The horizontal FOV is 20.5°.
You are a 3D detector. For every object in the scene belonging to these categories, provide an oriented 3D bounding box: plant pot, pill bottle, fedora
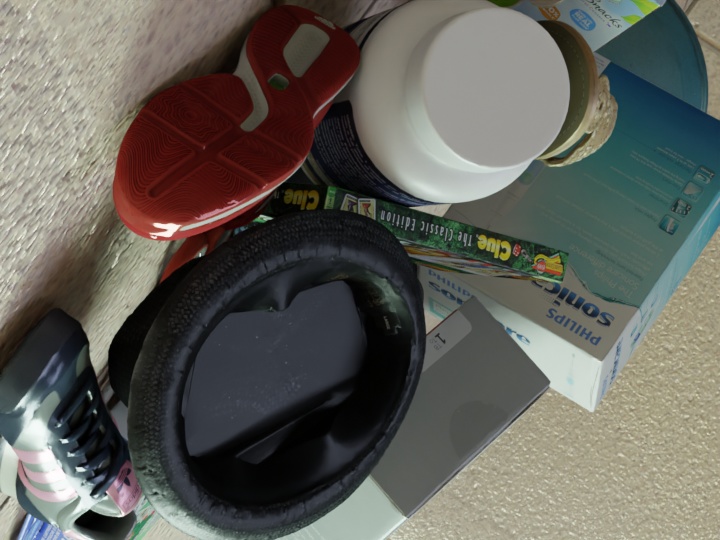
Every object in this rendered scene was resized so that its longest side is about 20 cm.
[{"bbox_3d":[0.137,-0.129,1.537,0.188,0.200,0.201,-22,148,-51],"label":"plant pot"},{"bbox_3d":[0.037,-0.091,1.085,0.111,0.111,0.200,-54,-165,-11],"label":"pill bottle"},{"bbox_3d":[-0.061,0.047,1.052,0.200,0.091,0.202,-18,118,-39],"label":"fedora"}]

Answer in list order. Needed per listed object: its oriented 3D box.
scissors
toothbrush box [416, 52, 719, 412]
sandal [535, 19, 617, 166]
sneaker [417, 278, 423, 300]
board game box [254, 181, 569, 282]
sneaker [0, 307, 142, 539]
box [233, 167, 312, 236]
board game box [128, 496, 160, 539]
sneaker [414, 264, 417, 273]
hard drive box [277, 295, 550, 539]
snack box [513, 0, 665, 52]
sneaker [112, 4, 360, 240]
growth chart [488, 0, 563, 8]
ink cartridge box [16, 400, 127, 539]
[{"bbox_3d":[-0.133,0.048,1.210,0.201,0.014,0.073,-58,175,22],"label":"scissors"},{"bbox_3d":[0.150,-0.031,1.340,0.200,0.146,0.085,-53,162,-22],"label":"toothbrush box"},{"bbox_3d":[0.113,-0.095,1.152,0.212,0.069,0.078,167,-75,-68],"label":"sandal"},{"bbox_3d":[-0.030,0.051,1.192,0.199,0.093,0.071,-21,-133,32],"label":"sneaker"},{"bbox_3d":[0.018,-0.023,1.151,0.199,0.104,0.024,14,87,-42],"label":"board game box"},{"bbox_3d":[-0.146,0.087,1.043,0.070,0.082,0.200,-53,171,-23],"label":"sneaker"},{"bbox_3d":[-0.017,-0.067,1.345,0.200,0.038,0.137,-52,171,-26],"label":"box"},{"bbox_3d":[-0.140,0.135,1.471,0.200,0.029,0.135,-50,171,-37],"label":"board game box"},{"bbox_3d":[0.000,0.000,1.307,0.200,0.074,0.088,-38,168,-52],"label":"sneaker"},{"bbox_3d":[0.007,0.126,1.250,0.156,0.077,0.200,-37,173,-41],"label":"hard drive box"},{"bbox_3d":[0.162,-0.209,1.289,0.169,0.068,0.200,-53,-170,-27],"label":"snack box"},{"bbox_3d":[-0.069,-0.044,1.001,0.200,0.078,0.116,-45,165,-49],"label":"sneaker"},{"bbox_3d":[0.103,-0.220,1.155,0.018,0.144,0.200,44,74,-39],"label":"growth chart"},{"bbox_3d":[-0.146,0.112,1.278,0.200,0.042,0.120,-46,172,-43],"label":"ink cartridge box"}]
